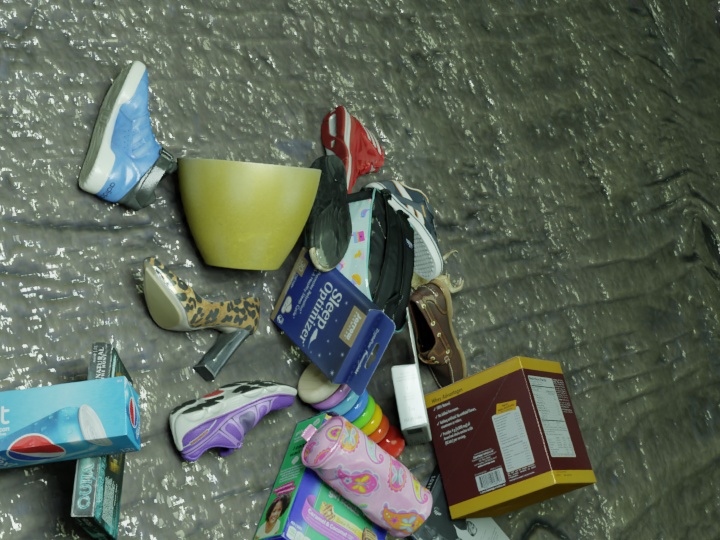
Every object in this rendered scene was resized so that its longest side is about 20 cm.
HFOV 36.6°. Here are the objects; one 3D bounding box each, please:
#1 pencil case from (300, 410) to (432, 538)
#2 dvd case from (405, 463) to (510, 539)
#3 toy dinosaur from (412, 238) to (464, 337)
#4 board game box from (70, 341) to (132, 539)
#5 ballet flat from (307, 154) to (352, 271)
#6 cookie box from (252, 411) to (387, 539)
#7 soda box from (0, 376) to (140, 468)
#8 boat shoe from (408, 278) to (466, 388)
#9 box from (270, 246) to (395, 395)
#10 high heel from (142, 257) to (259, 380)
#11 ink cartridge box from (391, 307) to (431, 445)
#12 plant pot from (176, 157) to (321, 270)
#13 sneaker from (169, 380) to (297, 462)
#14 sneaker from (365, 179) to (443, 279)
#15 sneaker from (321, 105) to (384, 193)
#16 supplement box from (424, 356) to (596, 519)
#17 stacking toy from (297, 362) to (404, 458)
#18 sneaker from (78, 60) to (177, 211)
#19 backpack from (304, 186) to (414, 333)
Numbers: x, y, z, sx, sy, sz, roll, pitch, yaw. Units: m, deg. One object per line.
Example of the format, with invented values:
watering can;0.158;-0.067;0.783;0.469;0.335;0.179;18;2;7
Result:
pencil case;0.008;0.278;1.466;0.200;0.087;0.088;42;47;-24
dvd case;0.159;0.427;1.719;0.200;0.025;0.151;51;43;-18
toy dinosaur;0.119;0.015;1.848;0.100;0.058;0.202;0;81;-29
board game box;-0.298;0.200;1.261;0.028;0.136;0.202;1;65;0
ballet flat;-0.049;-0.078;1.550;0.066;0.057;0.201;28;46;-31
cookie box;-0.040;0.329;1.509;0.171;0.075;0.201;42;46;-25
soda box;-0.342;0.167;1.170;0.064;0.198;0.068;82;1;-65
boat shoe;0.118;0.115;1.757;0.070;0.070;0.201;-35;119;-37
box;-0.042;0.070;1.510;0.032;0.122;0.200;7;26;-47
high heel;-0.210;0.029;1.455;0.143;0.071;0.201;-55;130;-38
ink cartridge box;0.071;0.164;1.639;0.200;0.043;0.175;72;8;-74
plant pot;-0.158;-0.076;1.498;0.199;0.199;0.143;1;96;-47
sneaker;-0.169;0.199;1.448;0.199;0.080;0.084;-17;102;-42
sneaker;0.090;-0.076;1.772;0.079;0.079;0.201;-18;61;-33
sneaker;-0.005;-0.163;1.763;0.115;0.078;0.202;25;57;-36
supplement box;0.229;0.265;1.709;0.132;0.196;0.202;13;57;-50
stacking toy;-0.001;0.212;1.604;0.200;0.085;0.086;47;45;-28
sneaker;-0.295;-0.175;1.454;0.111;0.077;0.201;27;59;-30
backpack;0.000;0.000;1.620;0.176;0.152;0.202;48;34;-57
